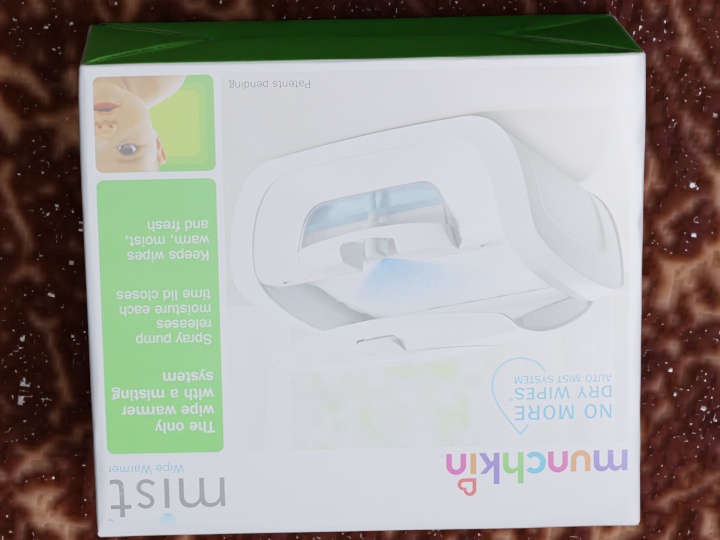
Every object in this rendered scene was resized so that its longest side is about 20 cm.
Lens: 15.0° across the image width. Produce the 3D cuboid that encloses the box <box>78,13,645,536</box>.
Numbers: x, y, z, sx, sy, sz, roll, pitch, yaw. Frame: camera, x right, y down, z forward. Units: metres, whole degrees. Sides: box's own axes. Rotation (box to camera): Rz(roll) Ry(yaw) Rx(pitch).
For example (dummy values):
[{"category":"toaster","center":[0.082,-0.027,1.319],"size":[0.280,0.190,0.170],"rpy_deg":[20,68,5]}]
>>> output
[{"category":"box","center":[0.000,0.000,1.004],"size":[0.199,0.097,0.177],"rpy_deg":[0,104,-2]}]
